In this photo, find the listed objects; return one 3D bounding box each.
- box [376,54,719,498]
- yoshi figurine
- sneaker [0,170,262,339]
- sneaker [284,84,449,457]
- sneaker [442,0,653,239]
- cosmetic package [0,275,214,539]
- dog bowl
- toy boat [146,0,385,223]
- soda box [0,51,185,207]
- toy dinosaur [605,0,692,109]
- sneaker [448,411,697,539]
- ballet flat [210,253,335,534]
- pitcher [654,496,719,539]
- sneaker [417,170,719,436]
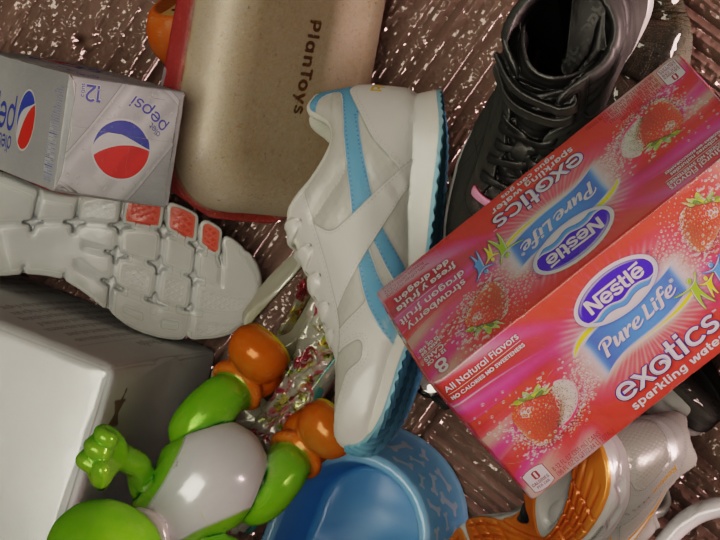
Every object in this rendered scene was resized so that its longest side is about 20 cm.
[{"bbox_3d":[0.122,0.003,1.407,0.200,0.096,0.100,-38,124,5],"label":"box"},{"bbox_3d":[-0.095,0.121,1.465,0.200,0.112,0.112,-44,44,-20],"label":"yoshi figurine"},{"bbox_3d":[-0.151,-0.022,1.610,0.199,0.082,0.077,19,102,-9],"label":"sneaker"},{"bbox_3d":[0.000,0.000,1.494,0.080,0.077,0.201,5,75,6],"label":"sneaker"},{"bbox_3d":[0.084,-0.073,1.453,0.070,0.099,0.201,27,100,14],"label":"sneaker"},{"bbox_3d":[-0.218,0.092,1.583,0.199,0.167,0.167,20,97,16],"label":"cosmetic package"},{"bbox_3d":[-0.015,0.184,1.586,0.111,0.050,0.201,24,98,15],"label":"dog bowl"},{"bbox_3d":[-0.069,-0.132,1.567,0.130,0.130,0.201,16,98,45],"label":"toy boat"},{"bbox_3d":[-0.162,-0.081,1.547,0.068,0.200,0.064,7,95,-25],"label":"soda box"},{"bbox_3d":[0.135,-0.108,1.526,0.102,0.077,0.201,26,95,2],"label":"toy dinosaur"},{"bbox_3d":[0.118,0.142,1.512,0.076,0.092,0.200,65,146,22],"label":"sneaker"},{"bbox_3d":[-0.045,0.050,1.571,0.064,0.076,0.201,26,100,-17],"label":"ballet flat"},{"bbox_3d":[0.153,0.227,1.503,0.199,0.121,0.173,-22,83,7],"label":"pitcher"},{"bbox_3d":[0.101,0.046,1.543,0.200,0.076,0.116,41,113,18],"label":"sneaker"}]
